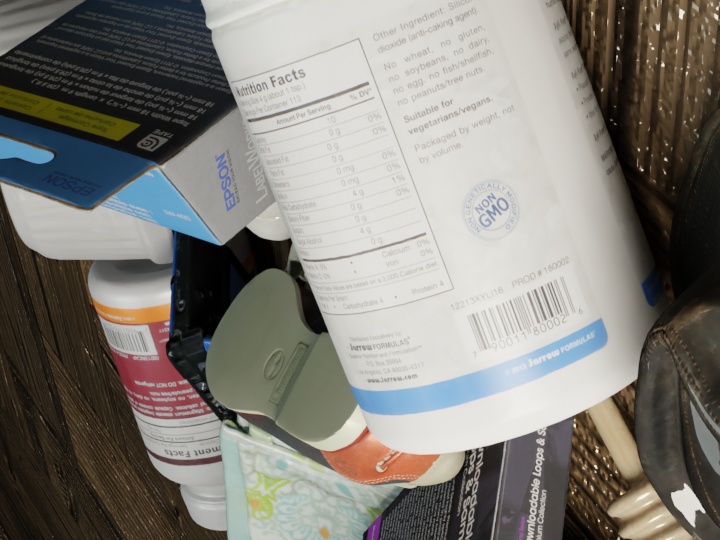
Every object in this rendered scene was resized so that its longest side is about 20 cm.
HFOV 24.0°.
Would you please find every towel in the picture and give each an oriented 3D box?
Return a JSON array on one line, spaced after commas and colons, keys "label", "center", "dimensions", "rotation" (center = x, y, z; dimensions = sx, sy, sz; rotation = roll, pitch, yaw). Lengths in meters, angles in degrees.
[{"label": "towel", "center": [0.010, 0.146, 0.923], "dimensions": [0.170, 0.048, 0.201], "rotation": [16, 143, 13]}]

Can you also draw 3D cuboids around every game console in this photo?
[{"label": "game console", "center": [-0.016, 0.067, 0.987], "dimensions": [0.171, 0.118, 0.200], "rotation": [-93, -22, -45]}]

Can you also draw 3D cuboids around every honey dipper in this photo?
[{"label": "honey dipper", "center": [0.095, 0.046, 0.734], "dimensions": [0.201, 0.038, 0.038], "rotation": [62, 160, 12]}]

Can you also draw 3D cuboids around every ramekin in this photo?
[{"label": "ramekin", "center": [-0.167, -0.098, 1.035], "dimensions": [0.202, 0.094, 0.204], "rotation": [172, 90, -90]}]

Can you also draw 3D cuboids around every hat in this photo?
[{"label": "hat", "center": [0.137, 0.047, 0.562], "dimensions": [0.201, 0.081, 0.201], "rotation": [53, 158, 33]}]

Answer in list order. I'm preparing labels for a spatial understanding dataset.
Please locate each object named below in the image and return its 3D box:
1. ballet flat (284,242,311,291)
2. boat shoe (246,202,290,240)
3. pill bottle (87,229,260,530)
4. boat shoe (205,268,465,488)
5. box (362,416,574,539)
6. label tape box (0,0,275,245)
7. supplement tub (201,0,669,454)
[{"label": "ballet flat", "center": [0.000, 0.000, 0.856], "dimensions": [0.200, 0.071, 0.070], "rotation": [156, 134, -73]}, {"label": "boat shoe", "center": [-0.069, -0.080, 0.919], "dimensions": [0.200, 0.071, 0.070], "rotation": [-127, 22, -54]}, {"label": "pill bottle", "center": [-0.105, 0.071, 1.159], "dimensions": [0.113, 0.113, 0.201], "rotation": [32, 143, 56]}, {"label": "boat shoe", "center": [-0.017, 0.051, 0.800], "dimensions": [0.062, 0.071, 0.200], "rotation": [29, 179, -26]}, {"label": "box", "center": [0.036, 0.152, 0.754], "dimensions": [0.200, 0.036, 0.144], "rotation": [122, 162, -56]}, {"label": "label tape box", "center": [-0.102, -0.070, 0.794], "dimensions": [0.144, 0.200, 0.064], "rotation": [18, 134, 33]}, {"label": "supplement tub", "center": [0.030, -0.044, 0.652], "dimensions": [0.132, 0.131, 0.201], "rotation": [2, 115, 68]}]
